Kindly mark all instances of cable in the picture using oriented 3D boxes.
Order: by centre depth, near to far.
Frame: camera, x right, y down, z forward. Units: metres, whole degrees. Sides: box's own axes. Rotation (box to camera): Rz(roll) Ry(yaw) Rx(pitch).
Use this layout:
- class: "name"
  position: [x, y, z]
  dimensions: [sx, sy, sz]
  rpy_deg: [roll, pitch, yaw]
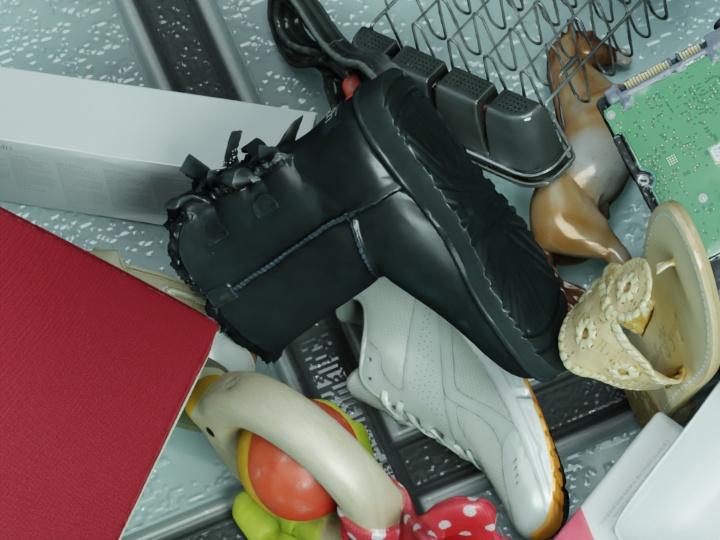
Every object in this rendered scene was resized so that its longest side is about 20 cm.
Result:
- class: "cable"
  position: [-0.017, -0.106, 1.674]
  dimensions: [0.050, 0.097, 0.200]
  rpy_deg: [-21, 49, -18]

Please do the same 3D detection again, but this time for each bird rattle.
- class: "bird rattle"
  position: [-0.019, 0.120, 1.550]
  dimensions: [0.113, 0.200, 0.163]
  rpy_deg: [-46, 114, -10]

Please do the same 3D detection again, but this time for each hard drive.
- class: "hard drive"
  position: [0.223, -0.035, 1.548]
  dimensions: [0.139, 0.038, 0.201]
  rpy_deg: [-28, 68, 5]

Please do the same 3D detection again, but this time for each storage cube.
- class: "storage cube"
  position: [-0.199, 0.085, 1.546]
  dimensions: [0.179, 0.171, 0.201]
  rpy_deg: [28, 60, -4]

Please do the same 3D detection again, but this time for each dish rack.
- class: "dish rack"
  position: [0.101, -0.151, 1.715]
  dimensions: [0.153, 0.055, 0.200]
  rpy_deg: [27, 63, 35]

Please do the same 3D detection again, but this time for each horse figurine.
- class: "horse figurine"
  position: [0.145, -0.044, 1.690]
  dimensions: [0.132, 0.050, 0.201]
  rpy_deg: [21, 66, 3]

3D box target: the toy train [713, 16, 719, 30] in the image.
- class: "toy train"
  position: [0.253, -0.054, 1.641]
  dimensions: [0.085, 0.114, 0.201]
  rpy_deg: [-31, 78, 7]

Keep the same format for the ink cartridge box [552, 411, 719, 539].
- class: "ink cartridge box"
  position: [0.190, 0.196, 1.565]
  dimensions: [0.200, 0.084, 0.145]
  rpy_deg: [37, 72, 17]

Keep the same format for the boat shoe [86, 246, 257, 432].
- class: "boat shoe"
  position: [-0.150, 0.026, 1.665]
  dimensions: [0.199, 0.075, 0.069]
  rpy_deg: [21, 53, 11]

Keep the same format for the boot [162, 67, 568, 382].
- class: "boot"
  position: [0.000, 0.001, 1.593]
  dimensions: [0.162, 0.073, 0.199]
  rpy_deg: [-30, 103, 29]

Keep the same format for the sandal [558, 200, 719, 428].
- class: "sandal"
  position: [0.136, 0.041, 1.558]
  dimensions: [0.069, 0.212, 0.078]
  rpy_deg: [-22, 67, -9]

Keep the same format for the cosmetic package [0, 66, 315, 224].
- class: "cosmetic package"
  position: [-0.124, -0.066, 1.693]
  dimensions: [0.199, 0.083, 0.051]
  rpy_deg: [9, 68, 5]

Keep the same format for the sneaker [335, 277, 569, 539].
- class: "sneaker"
  position: [0.046, 0.070, 1.640]
  dimensions: [0.092, 0.076, 0.201]
  rpy_deg: [-25, 60, 0]

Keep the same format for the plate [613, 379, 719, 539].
- class: "plate"
  position: [0.262, 0.111, 1.524]
  dimensions: [0.200, 0.032, 0.200]
  rpy_deg: [32, 75, 22]
